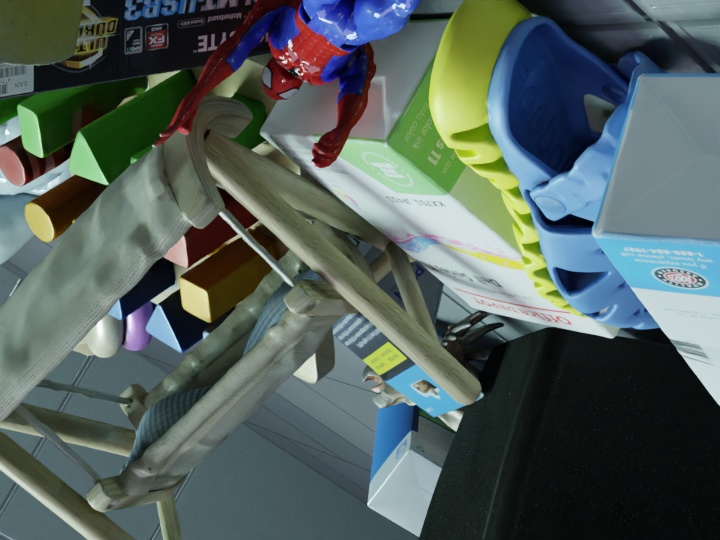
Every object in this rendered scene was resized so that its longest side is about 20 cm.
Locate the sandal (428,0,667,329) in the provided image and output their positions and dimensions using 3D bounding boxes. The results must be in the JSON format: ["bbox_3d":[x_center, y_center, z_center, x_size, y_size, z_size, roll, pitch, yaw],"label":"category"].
[{"bbox_3d":[0.104,-0.031,0.653,0.086,0.080,0.200,16,163,38],"label":"sandal"}]

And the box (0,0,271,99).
[{"bbox_3d":[-0.165,-0.125,0.719,0.199,0.050,0.197,21,-155,39],"label":"box"}]

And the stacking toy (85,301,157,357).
[{"bbox_3d":[-0.091,0.004,1.101,0.197,0.087,0.085,-7,179,-17],"label":"stacking toy"}]

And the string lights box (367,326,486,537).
[{"bbox_3d":[0.067,0.124,1.196,0.102,0.059,0.201,32,-157,-10],"label":"string lights box"}]

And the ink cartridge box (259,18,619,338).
[{"bbox_3d":[0.063,-0.032,0.762,0.199,0.068,0.117,37,166,-30],"label":"ink cartridge box"}]

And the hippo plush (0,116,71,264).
[{"bbox_3d":[-0.223,-0.080,1.055,0.199,0.160,0.161,32,169,-9],"label":"hippo plush"}]

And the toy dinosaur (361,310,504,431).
[{"bbox_3d":[0.114,0.089,1.112,0.198,0.086,0.137,8,-136,-29],"label":"toy dinosaur"}]

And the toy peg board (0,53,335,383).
[{"bbox_3d":[-0.124,-0.035,0.901,0.199,0.098,0.201,25,133,34],"label":"toy peg board"}]

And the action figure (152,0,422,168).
[{"bbox_3d":[-0.018,-0.084,0.626,0.065,0.100,0.200,34,163,-9],"label":"action figure"}]

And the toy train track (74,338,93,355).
[{"bbox_3d":[-0.105,0.041,1.139,0.197,0.033,0.115,-7,-150,-4],"label":"toy train track"}]

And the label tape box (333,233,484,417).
[{"bbox_3d":[0.000,0.000,0.998,0.199,0.066,0.143,39,168,-1],"label":"label tape box"}]

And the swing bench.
[{"bbox_3d":[-0.085,0.038,0.780,0.199,0.199,0.130,35,-159,-36],"label":"swing bench"}]

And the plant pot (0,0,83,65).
[{"bbox_3d":[-0.166,-0.167,0.504,0.198,0.144,0.200,18,-166,-5],"label":"plant pot"}]

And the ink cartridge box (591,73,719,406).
[{"bbox_3d":[0.177,0.008,0.591,0.115,0.067,0.200,5,156,33],"label":"ink cartridge box"}]

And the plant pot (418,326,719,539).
[{"bbox_3d":[0.143,0.134,0.915,0.197,0.180,0.200,10,170,-8],"label":"plant pot"}]
